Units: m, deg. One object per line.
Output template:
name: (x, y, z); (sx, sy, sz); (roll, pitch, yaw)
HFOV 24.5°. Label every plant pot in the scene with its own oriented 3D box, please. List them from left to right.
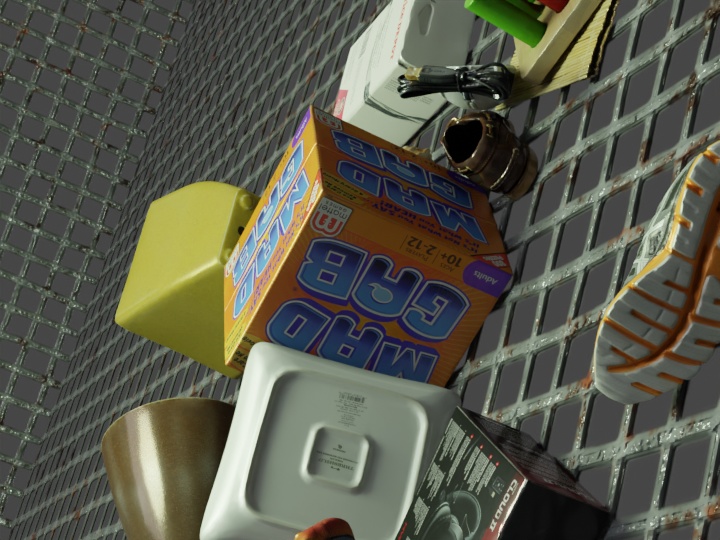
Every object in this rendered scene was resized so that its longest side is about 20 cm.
plant pot: (-0.202, 0.283, 1.934); (0.187, 0.186, 0.201); (-52, 37, 40)
plant pot: (-0.170, -0.005, 2.148); (0.200, 0.195, 0.195); (-31, 39, 52)

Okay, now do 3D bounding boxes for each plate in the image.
plate: (-0.021, 0.168, 1.449); (0.032, 0.199, 0.201); (105, 179, -63)

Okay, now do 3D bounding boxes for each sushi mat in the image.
sushi mat: (0.190, -0.211, 1.604); (0.200, 0.012, 0.096); (-10, 58, 70)

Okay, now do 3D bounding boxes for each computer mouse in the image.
computer mouse: (0.108, -0.176, 1.593); (0.200, 0.109, 0.044); (-19, -73, -72)

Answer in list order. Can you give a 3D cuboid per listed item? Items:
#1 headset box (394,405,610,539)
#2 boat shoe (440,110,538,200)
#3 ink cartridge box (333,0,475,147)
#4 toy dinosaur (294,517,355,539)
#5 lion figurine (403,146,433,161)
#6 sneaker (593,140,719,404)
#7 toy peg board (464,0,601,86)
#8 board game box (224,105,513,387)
headset box: (0.099, 0.207, 1.243); (0.149, 0.077, 0.200); (-66, 18, 5)
boat shoe: (0.115, -0.125, 1.628); (0.071, 0.070, 0.200); (-64, 16, 7)
ink cartridge box: (0.050, -0.238, 1.939); (0.200, 0.084, 0.145); (-42, 30, 57)
toy dinosaur: (-0.025, 0.280, 1.354); (0.200, 0.104, 0.182); (-148, 52, -75)
lion figurine: (0.011, -0.047, 1.833); (0.122, 0.072, 0.200); (-36, -19, -48)
sneaker: (0.223, 0.002, 1.153); (0.201, 0.078, 0.077); (-61, 4, 7)
toy peg board: (0.179, -0.320, 1.603); (0.199, 0.098, 0.200); (-54, 19, 28)
board game box: (0.000, 0.000, 1.591); (0.200, 0.199, 0.200); (-60, 18, 22)
